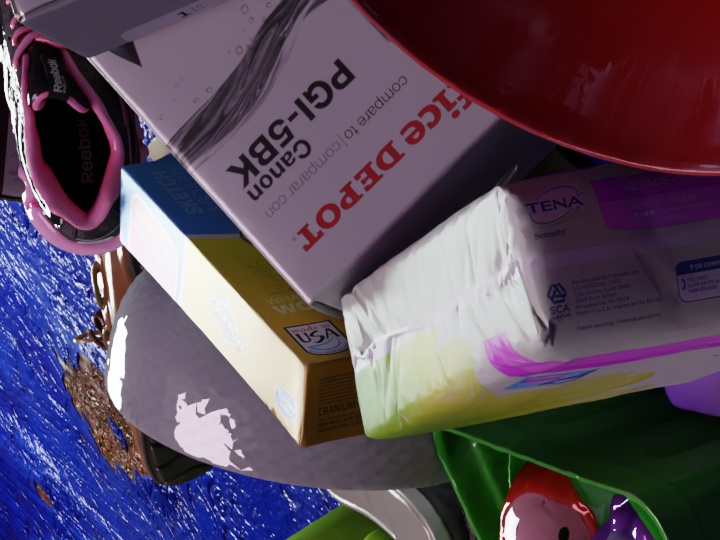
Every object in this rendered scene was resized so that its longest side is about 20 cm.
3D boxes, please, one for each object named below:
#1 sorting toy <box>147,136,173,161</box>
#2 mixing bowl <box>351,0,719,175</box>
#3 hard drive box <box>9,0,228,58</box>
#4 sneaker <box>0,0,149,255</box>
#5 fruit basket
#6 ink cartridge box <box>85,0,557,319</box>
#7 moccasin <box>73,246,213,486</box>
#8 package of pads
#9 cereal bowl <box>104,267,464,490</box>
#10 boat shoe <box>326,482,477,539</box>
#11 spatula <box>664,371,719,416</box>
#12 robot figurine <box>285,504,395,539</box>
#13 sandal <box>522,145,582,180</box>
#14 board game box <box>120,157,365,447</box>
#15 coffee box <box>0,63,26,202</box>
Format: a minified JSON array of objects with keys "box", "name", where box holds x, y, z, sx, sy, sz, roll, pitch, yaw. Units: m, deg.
[{"box":[-0.063,0.004,1.538,0.200,0.070,0.199,59,161,1],"name":"sorting toy"},{"box":[0.087,-0.133,0.846,0.200,0.109,0.200,23,151,14],"name":"mixing bowl"},{"box":[-0.080,-0.206,1.050,0.077,0.156,0.200,24,-134,-74],"name":"hard drive box"},{"box":[-0.144,-0.105,1.312,0.095,0.079,0.201,-81,-23,-86],"name":"sneaker"},{"box":[0.092,0.150,1.163,0.216,0.215,0.156,14,131,65],"name":"fruit basket"},{"box":[-0.022,-0.100,1.106,0.200,0.147,0.083,47,-172,15],"name":"ink cartridge box"},{"box":[-0.111,0.030,1.477,0.078,0.074,0.202,43,154,46],"name":"moccasin"},{"box":[0.095,0.006,1.009,0.200,0.154,0.068,147,112,-68],"name":"package of pads"},{"box":[-0.020,0.027,1.308,0.200,0.200,0.084,34,123,51],"name":"cereal bowl"},{"box":[0.016,0.089,1.373,0.200,0.057,0.067,41,148,52],"name":"boat shoe"},{"box":[0.116,0.023,1.181,0.200,0.021,0.057,-159,57,-65],"name":"spatula"},{"box":[0.001,0.184,1.440,0.116,0.200,0.175,61,162,-5],"name":"robot figurine"},{"box":[0.038,-0.051,1.184,0.200,0.080,0.054,34,159,41],"name":"sandal"},{"box":[0.000,0.000,1.213,0.200,0.153,0.040,44,138,51],"name":"board game box"},{"box":[-0.167,-0.139,1.421,0.113,0.080,0.201,20,100,61],"name":"coffee box"}]
